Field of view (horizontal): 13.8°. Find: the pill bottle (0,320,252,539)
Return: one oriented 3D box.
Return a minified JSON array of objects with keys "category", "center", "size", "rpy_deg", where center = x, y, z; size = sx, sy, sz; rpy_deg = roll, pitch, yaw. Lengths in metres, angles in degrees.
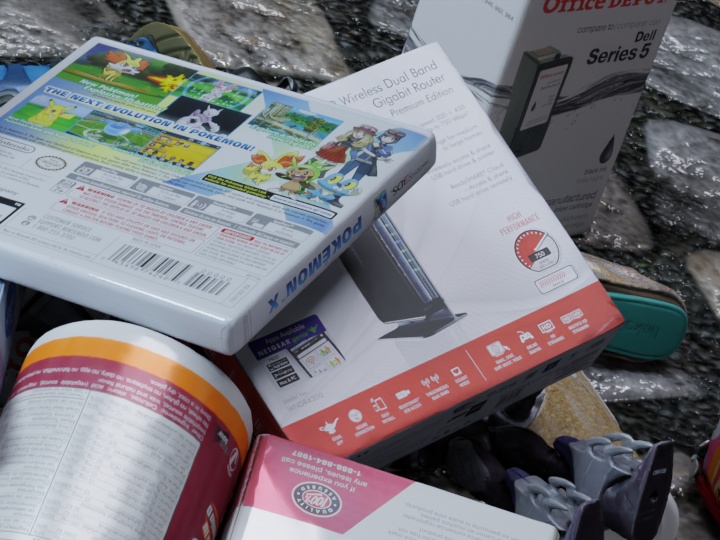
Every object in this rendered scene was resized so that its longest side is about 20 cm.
[{"category":"pill bottle","center":[-0.125,0.130,1.275],"size":[0.109,0.110,0.201],"rpy_deg":[20,57,1]}]

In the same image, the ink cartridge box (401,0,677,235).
[{"category":"ink cartridge box","center":[0.099,-0.118,1.826],"size":[0.145,0.201,0.084],"rpy_deg":[-10,40,-43]}]

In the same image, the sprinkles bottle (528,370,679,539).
[{"category":"sprinkles bottle","center":[0.102,0.085,1.609],"size":[0.068,0.068,0.200],"rpy_deg":[4,31,-27]}]

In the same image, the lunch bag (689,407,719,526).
[{"category":"lunch bag","center":[0.290,0.121,1.650],"size":[0.199,0.082,0.176],"rpy_deg":[4,31,-26]}]

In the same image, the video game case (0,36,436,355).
[{"category":"video game case","center":[-0.094,-0.040,1.379],"size":[0.199,0.022,0.182],"rpy_deg":[17,38,26]}]

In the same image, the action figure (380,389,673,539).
[{"category":"action figure","center":[0.063,0.090,1.509],"size":[0.130,0.070,0.200],"rpy_deg":[-21,33,-39]}]

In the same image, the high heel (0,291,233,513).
[{"category":"high heel","center":[-0.148,0.119,1.381],"size":[0.143,0.071,0.200],"rpy_deg":[43,63,-11]}]

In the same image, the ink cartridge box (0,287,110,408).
[{"category":"ink cartridge box","center":[-0.223,-0.011,1.485],"size":[0.199,0.083,0.147],"rpy_deg":[21,70,2]}]

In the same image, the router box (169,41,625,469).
[{"category":"router box","center":[0.000,0.000,1.455],"size":[0.199,0.049,0.180],"rpy_deg":[-24,72,-30]}]

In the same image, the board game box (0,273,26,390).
[{"category":"board game box","center":[-0.258,0.029,1.332],"size":[0.198,0.041,0.200],"rpy_deg":[0,25,1]}]

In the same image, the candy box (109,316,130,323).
[{"category":"candy box","center":[-0.196,-0.038,1.631],"size":[0.199,0.077,0.169],"rpy_deg":[20,29,-1]}]

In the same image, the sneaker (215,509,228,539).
[{"category":"sneaker","center":[-0.013,0.124,1.464],"size":[0.114,0.076,0.200],"rpy_deg":[2,36,-33]}]

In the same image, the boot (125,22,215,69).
[{"category":"boot","center":[-0.045,-0.045,1.650],"size":[0.200,0.066,0.176],"rpy_deg":[6,60,-61]}]

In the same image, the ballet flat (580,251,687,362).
[{"category":"ballet flat","center":[0.104,0.010,1.738],"size":[0.199,0.068,0.067],"rpy_deg":[19,18,-37]}]

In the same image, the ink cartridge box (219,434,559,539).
[{"category":"ink cartridge box","center":[-0.007,0.187,1.286],"size":[0.146,0.083,0.201],"rpy_deg":[19,48,-2]}]

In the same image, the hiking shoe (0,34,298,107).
[{"category":"hiking shoe","center":[-0.136,-0.084,1.548],"size":[0.199,0.074,0.087],"rpy_deg":[18,70,14]}]
